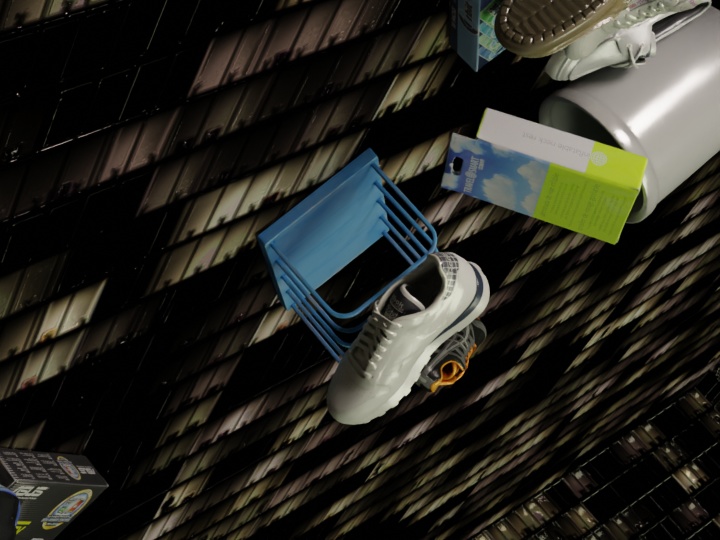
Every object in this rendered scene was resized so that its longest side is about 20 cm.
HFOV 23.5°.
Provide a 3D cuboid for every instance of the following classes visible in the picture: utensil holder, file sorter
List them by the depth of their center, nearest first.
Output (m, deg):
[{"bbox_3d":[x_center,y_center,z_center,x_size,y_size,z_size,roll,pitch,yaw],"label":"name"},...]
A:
[{"bbox_3d":[0.000,0.000,1.706,0.139,0.123,0.200,-39,162,-9],"label":"file sorter"},{"bbox_3d":[0.322,-0.178,1.898,0.200,0.170,0.170,-40,163,-16],"label":"utensil holder"}]

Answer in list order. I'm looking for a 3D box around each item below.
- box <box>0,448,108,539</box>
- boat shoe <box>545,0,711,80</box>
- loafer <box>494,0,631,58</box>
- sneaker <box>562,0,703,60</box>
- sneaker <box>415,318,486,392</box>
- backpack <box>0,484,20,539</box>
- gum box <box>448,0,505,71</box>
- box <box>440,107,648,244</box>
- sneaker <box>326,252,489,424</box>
[{"bbox_3d":[-0.351,0.243,1.670,0.160,0.044,0.200,-43,163,6],"label":"box"},{"bbox_3d":[0.282,-0.246,1.801,0.200,0.069,0.072,-34,161,-25],"label":"boat shoe"},{"bbox_3d":[0.199,-0.241,1.477,0.200,0.076,0.067,-37,155,-11],"label":"loafer"},{"bbox_3d":[0.271,-0.269,1.676,0.200,0.100,0.075,-50,163,30],"label":"sneaker"},{"bbox_3d":[0.113,0.113,2.290,0.200,0.077,0.078,-20,151,-53],"label":"sneaker"},{"bbox_3d":[-0.384,0.244,1.406,0.183,0.147,0.200,1,114,-67],"label":"backpack"},{"bbox_3d":[0.165,-0.283,1.508,0.200,0.045,0.170,-37,162,-12],"label":"gum box"},{"bbox_3d":[0.190,-0.101,1.817,0.122,0.200,0.048,98,11,-63],"label":"box"},{"bbox_3d":[0.028,0.060,1.610,0.200,0.076,0.080,-50,149,13],"label":"sneaker"}]
